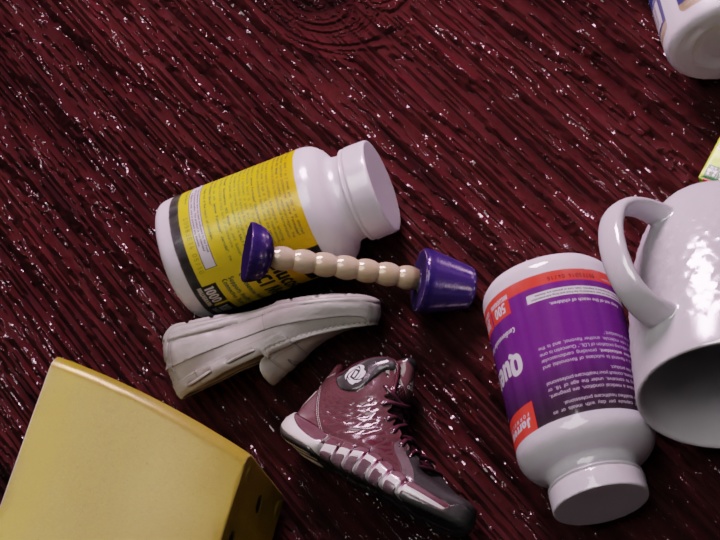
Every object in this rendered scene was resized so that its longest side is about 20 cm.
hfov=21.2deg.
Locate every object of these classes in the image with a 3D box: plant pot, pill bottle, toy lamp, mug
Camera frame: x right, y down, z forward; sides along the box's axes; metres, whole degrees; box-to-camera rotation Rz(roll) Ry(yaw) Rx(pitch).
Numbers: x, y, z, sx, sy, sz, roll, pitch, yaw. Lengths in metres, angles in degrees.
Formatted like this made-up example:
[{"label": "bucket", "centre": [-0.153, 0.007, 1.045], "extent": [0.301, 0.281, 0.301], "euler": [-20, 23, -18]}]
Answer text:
[{"label": "plant pot", "centre": [-0.175, 0.211, 1.587], "extent": [0.175, 0.200, 0.201], "euler": [11, 70, 15]}, {"label": "pill bottle", "centre": [-0.071, -0.041, 1.700], "extent": [0.199, 0.112, 0.113], "euler": [-20, 59, 14]}, {"label": "toy lamp", "centre": [0.000, 0.000, 1.632], "extent": [0.199, 0.058, 0.059], "euler": [10, 66, -10]}, {"label": "mug", "centre": [0.261, 0.015, 1.481], "extent": [0.147, 0.199, 0.176], "euler": [-38, 38, 39]}, {"label": "pill bottle", "centre": [0.168, 0.094, 1.530], "extent": [0.112, 0.112, 0.201], "euler": [-19, 59, 14]}, {"label": "pill bottle", "centre": [0.294, -0.275, 1.655], "extent": [0.110, 0.111, 0.201], "euler": [-19, 60, 14]}]

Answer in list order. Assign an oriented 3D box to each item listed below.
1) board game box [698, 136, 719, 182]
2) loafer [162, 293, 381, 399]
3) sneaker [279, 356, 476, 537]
[{"label": "board game box", "centre": [0.387, -0.078, 1.556], "extent": [0.199, 0.048, 0.102], "euler": [22, 76, 31]}, {"label": "loafer", "centre": [-0.075, 0.065, 1.684], "extent": [0.199, 0.070, 0.070], "euler": [-13, 82, 14]}, {"label": "sneaker", "centre": [0.033, 0.131, 1.596], "extent": [0.199, 0.076, 0.116], "euler": [26, 75, 32]}]
